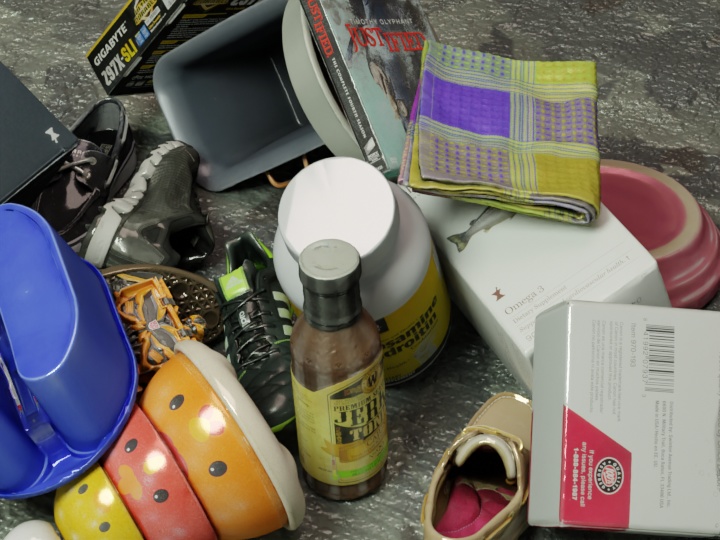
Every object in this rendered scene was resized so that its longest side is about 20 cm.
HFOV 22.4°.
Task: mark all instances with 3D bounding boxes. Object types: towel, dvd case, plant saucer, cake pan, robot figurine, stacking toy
[{"bbox_3d":[0.106,-0.105,1.327,0.143,0.023,0.201,10,39,1],"label":"towel"},{"bbox_3d":[0.016,-0.169,1.404,0.022,0.201,0.146,-28,-10,33],"label":"dvd case"},{"bbox_3d":[0.200,-0.031,1.486,0.199,0.051,0.201,1,36,-1],"label":"plant saucer"},{"bbox_3d":[0.007,-0.156,1.440,0.037,0.201,0.201,-23,23,33],"label":"cake pan"},{"bbox_3d":[-0.197,0.075,1.292,0.199,0.058,0.145,-25,68,-18],"label":"robot figurine"},{"bbox_3d":[-0.148,0.153,1.193,0.199,0.147,0.146,-33,46,-13],"label":"stacking toy"}]

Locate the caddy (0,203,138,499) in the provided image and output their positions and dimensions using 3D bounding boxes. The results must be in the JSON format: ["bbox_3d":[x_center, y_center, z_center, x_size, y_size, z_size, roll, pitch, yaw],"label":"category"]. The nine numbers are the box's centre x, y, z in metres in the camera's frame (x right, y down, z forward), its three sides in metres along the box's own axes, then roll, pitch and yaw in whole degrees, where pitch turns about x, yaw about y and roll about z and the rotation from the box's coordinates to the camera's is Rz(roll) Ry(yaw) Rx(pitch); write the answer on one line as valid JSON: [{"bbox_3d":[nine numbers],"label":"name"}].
[{"bbox_3d":[-0.227,0.055,1.201,0.141,0.105,0.201,-28,49,1],"label":"caddy"}]

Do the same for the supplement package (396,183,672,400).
[{"bbox_3d":[0.130,-0.001,1.345,0.117,0.118,0.200,-34,49,-4],"label":"supplement package"}]

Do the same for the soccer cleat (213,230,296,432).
[{"bbox_3d":[-0.078,0.045,1.332,0.067,0.081,0.200,-24,30,8],"label":"soccer cleat"}]

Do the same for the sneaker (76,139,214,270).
[{"bbox_3d":[-0.155,-0.041,1.482,0.090,0.067,0.200,25,29,2],"label":"sneaker"}]

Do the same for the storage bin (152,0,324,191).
[{"bbox_3d":[-0.052,-0.155,1.554,0.199,0.146,0.134,-20,4,44],"label":"storage bin"}]

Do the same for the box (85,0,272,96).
[{"bbox_3d":[-0.121,-0.223,1.604,0.199,0.160,0.050,-12,65,-47],"label":"box"}]

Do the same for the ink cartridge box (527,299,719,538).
[{"bbox_3d":[0.218,0.102,1.200,0.198,0.083,0.146,5,80,-10],"label":"ink cartridge box"}]

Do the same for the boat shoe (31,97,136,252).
[{"bbox_3d":[-0.236,-0.077,1.521,0.071,0.068,0.200,10,37,12],"label":"boat shoe"}]

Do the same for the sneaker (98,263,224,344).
[{"bbox_3d":[-0.202,0.021,1.390,0.198,0.071,0.076,1,15,-16],"label":"sneaker"}]

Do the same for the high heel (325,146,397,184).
[{"bbox_3d":[0.071,-0.086,1.535,0.142,0.072,0.200,-20,32,-17],"label":"high heel"}]

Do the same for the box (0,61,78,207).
[{"bbox_3d":[-0.326,-0.045,1.349,0.107,0.200,0.148,45,44,-3],"label":"box"}]

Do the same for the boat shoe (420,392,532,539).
[{"bbox_3d":[0.087,0.141,1.233,0.073,0.070,0.200,10,38,12],"label":"boat shoe"}]

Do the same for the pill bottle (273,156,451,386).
[{"bbox_3d":[0.000,0.000,1.296,0.111,0.200,0.113,-4,66,9],"label":"pill bottle"}]

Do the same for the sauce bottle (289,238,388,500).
[{"bbox_3d":[-0.016,0.068,1.218,0.064,0.201,0.065,-3,42,3],"label":"sauce bottle"}]
